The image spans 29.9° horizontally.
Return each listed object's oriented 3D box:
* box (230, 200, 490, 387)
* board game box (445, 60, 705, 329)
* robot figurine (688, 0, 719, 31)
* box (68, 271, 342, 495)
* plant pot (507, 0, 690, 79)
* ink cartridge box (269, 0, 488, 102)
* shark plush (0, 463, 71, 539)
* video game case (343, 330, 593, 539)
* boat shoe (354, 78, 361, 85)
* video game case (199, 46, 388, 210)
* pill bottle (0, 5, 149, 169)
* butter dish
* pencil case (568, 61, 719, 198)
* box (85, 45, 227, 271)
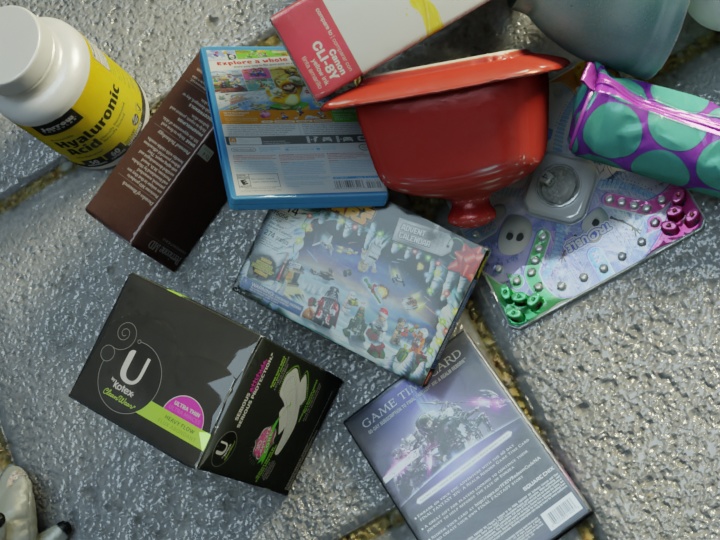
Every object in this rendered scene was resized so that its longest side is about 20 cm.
[{"bbox_3d":[0.000,0.000,1.219,0.199,0.040,0.138,26,92,11],"label":"box"},{"bbox_3d":[0.182,-0.078,1.236,0.199,0.026,0.201,-29,67,9],"label":"board game box"},{"bbox_3d":[0.375,-0.270,1.172,0.198,0.125,0.151,0,51,19],"label":"robot figurine"},{"bbox_3d":[-0.132,0.105,1.198,0.148,0.200,0.125,24,83,23],"label":"box"},{"bbox_3d":[0.202,-0.277,1.169,0.133,0.200,0.202,9,76,-5],"label":"plant pot"},{"bbox_3d":[0.027,-0.233,1.170,0.199,0.145,0.084,-30,99,4],"label":"ink cartridge box"},{"bbox_3d":[-0.353,0.297,1.318,0.083,0.090,0.202,24,105,43],"label":"shark plush"},{"bbox_3d":[0.092,0.174,1.199,0.143,0.019,0.201,-37,65,6],"label":"video game case"},{"bbox_3d":[-0.004,-0.122,1.296,0.076,0.072,0.202,-13,71,-1],"label":"boat shoe"},{"bbox_3d":[-0.064,-0.134,1.230,0.142,0.018,0.201,-2,50,-15],"label":"video game case"},{"bbox_3d":[-0.302,-0.184,1.342,0.110,0.200,0.112,-6,73,18],"label":"pill bottle"},{"bbox_3d":[0.088,-0.111,1.184,0.198,0.200,0.149,-8,98,17],"label":"butter dish"},{"bbox_3d":[0.279,-0.115,1.153,0.198,0.093,0.086,16,66,8],"label":"pencil case"},{"bbox_3d":[-0.170,-0.108,1.329,0.075,0.100,0.201,36,89,25],"label":"box"}]
